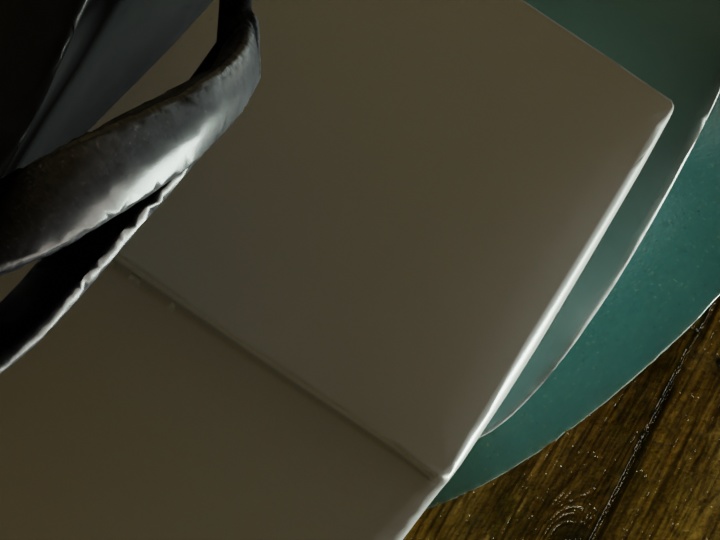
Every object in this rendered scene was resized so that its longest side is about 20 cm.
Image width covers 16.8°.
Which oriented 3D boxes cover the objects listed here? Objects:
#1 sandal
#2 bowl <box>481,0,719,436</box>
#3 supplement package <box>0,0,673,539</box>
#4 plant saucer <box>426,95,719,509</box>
[{"bbox_3d":[-0.057,-0.006,0.369,0.201,0.043,0.076,-57,179,-39],"label":"sandal"},{"bbox_3d":[0.026,-0.068,0.653,0.202,0.104,0.201,-61,-173,14],"label":"bowl"},{"bbox_3d":[-0.036,0.021,0.556,0.117,0.117,0.200,-54,177,-36],"label":"supplement package"},{"bbox_3d":[0.061,-0.005,0.788,0.200,0.036,0.200,-40,-167,11],"label":"plant saucer"}]
